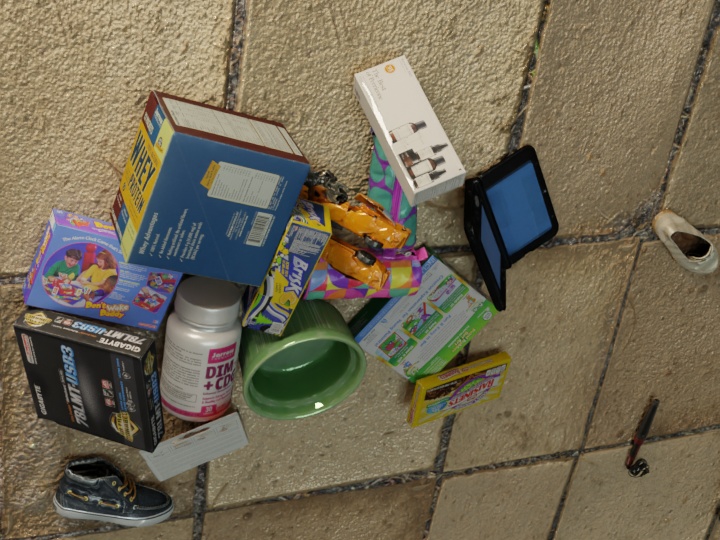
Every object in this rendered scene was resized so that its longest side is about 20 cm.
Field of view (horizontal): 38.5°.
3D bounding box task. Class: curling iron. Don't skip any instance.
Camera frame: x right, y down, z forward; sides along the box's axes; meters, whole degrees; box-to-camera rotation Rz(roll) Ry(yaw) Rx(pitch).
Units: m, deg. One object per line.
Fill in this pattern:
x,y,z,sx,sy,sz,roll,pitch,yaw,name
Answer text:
0.592,0.348,2.141,0.049,0.026,0.201,12,118,12,curling iron

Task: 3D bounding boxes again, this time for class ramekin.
-0.098,0.136,1.620,0.198,0.098,0.201,-13,139,-12,ramekin

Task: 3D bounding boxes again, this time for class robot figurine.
-0.034,-0.061,1.514,0.199,0.058,0.146,30,109,8,robot figurine

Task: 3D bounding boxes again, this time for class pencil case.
0.000,0.000,1.599,0.198,0.089,0.089,-5,123,-17,pencil case
0.051,-0.125,1.539,0.084,0.093,0.201,1,124,-4,pencil case

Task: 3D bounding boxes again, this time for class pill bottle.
-0.240,0.117,1.553,0.112,0.114,0.201,-2,122,-23,pill bottle

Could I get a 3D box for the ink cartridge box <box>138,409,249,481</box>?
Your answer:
-0.263,0.261,1.625,0.161,0.057,0.200,-21,154,-10,ink cartridge box

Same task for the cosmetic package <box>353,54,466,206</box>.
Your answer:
0.067,-0.197,1.438,0.082,0.201,0.051,-22,162,-11,cosmetic package

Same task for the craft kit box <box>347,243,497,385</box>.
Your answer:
0.106,0.081,1.736,0.200,0.049,0.197,-46,125,9,craft kit box

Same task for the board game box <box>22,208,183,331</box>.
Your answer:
-0.360,0.003,1.467,0.199,0.045,0.135,15,114,-32,board game box

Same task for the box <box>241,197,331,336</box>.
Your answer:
-0.108,-0.005,1.479,0.064,0.070,0.201,17,124,-19,box

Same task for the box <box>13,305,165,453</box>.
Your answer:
-0.383,0.157,1.472,0.197,0.050,0.201,13,131,11,box

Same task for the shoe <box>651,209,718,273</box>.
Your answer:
0.598,-0.040,1.873,0.199,0.053,0.070,32,105,-36,shoe

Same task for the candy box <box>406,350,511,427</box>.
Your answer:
0.176,0.212,1.835,0.199,0.026,0.103,-15,136,-30,candy box

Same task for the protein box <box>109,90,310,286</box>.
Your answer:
-0.209,-0.108,1.405,0.199,0.135,0.200,11,116,-30,protein box

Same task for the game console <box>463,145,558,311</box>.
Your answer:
0.248,-0.066,1.661,0.116,0.177,0.201,-12,131,19,game console

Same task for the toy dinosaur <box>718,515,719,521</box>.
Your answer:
0.897,0.541,2.391,0.199,0.102,0.136,28,92,-17,toy dinosaur

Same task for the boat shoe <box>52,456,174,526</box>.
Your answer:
-0.390,0.357,1.669,0.199,0.071,0.091,9,121,-27,boat shoe
